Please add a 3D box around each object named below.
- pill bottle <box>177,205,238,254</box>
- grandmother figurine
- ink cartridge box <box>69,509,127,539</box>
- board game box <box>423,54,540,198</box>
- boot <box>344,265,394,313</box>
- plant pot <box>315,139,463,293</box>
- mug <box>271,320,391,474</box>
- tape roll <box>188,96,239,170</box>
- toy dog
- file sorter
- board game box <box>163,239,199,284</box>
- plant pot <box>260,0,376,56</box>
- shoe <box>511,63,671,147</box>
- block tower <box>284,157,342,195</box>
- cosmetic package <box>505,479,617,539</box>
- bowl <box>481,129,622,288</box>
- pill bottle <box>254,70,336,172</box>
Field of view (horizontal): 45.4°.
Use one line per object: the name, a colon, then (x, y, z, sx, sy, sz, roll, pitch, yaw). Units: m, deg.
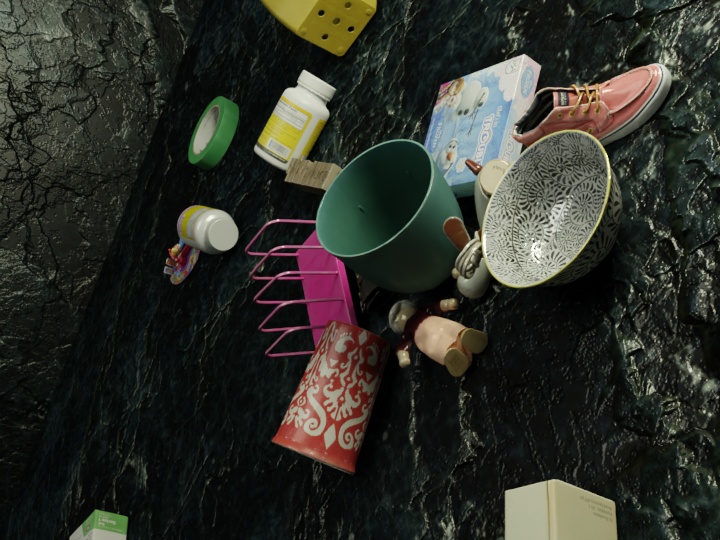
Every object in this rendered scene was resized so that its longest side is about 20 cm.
pill bottle: (-0.357, -0.095, 2.033, 0.199, 0.104, 0.105, 17, 83, 60)
grandmother figurine: (0.096, 0.090, 1.230, 0.121, 0.061, 0.200, -40, 26, -9)
ink cartridge box: (-0.581, 0.653, 1.879, 0.146, 0.084, 0.202, -45, 35, 32)
board game box: (0.174, -0.212, 1.327, 0.198, 0.043, 0.202, -6, 65, 55)
boot: (0.000, 0.000, 1.433, 0.200, 0.069, 0.176, -46, 39, 36)
plant pot: (0.060, -0.062, 1.257, 0.199, 0.161, 0.202, -23, 46, 26)
mug: (-0.048, 0.187, 1.317, 0.177, 0.133, 0.202, 2, 68, 56)
tape roll: (-0.404, -0.377, 2.365, 0.200, 0.048, 0.202, -38, 40, 40)
toy dog: (0.161, -0.074, 1.184, 0.096, 0.132, 0.201, 26, 82, 31)
file sorter: (-0.107, 0.031, 1.442, 0.139, 0.124, 0.202, -43, 55, 52)
board game box: (-0.463, -0.066, 2.244, 0.157, 0.039, 0.202, -26, 49, 49)
plant pot: (-0.076, -0.587, 1.864, 0.200, 0.198, 0.178, -48, 46, 27)
shoe: (0.288, -0.206, 1.092, 0.200, 0.090, 0.072, -35, 41, 42)
block tower: (-0.085, -0.183, 1.712, 0.200, 0.057, 0.055, 21, 87, 62)
cosmetic package: (0.199, 0.322, 0.848, 0.073, 0.103, 0.202, -30, 46, 44)
bowl: (0.249, -0.059, 1.045, 0.200, 0.094, 0.203, -35, 43, 41)
pill bottle: (-0.134, -0.315, 1.827, 0.201, 0.111, 0.111, -59, 31, 10)
